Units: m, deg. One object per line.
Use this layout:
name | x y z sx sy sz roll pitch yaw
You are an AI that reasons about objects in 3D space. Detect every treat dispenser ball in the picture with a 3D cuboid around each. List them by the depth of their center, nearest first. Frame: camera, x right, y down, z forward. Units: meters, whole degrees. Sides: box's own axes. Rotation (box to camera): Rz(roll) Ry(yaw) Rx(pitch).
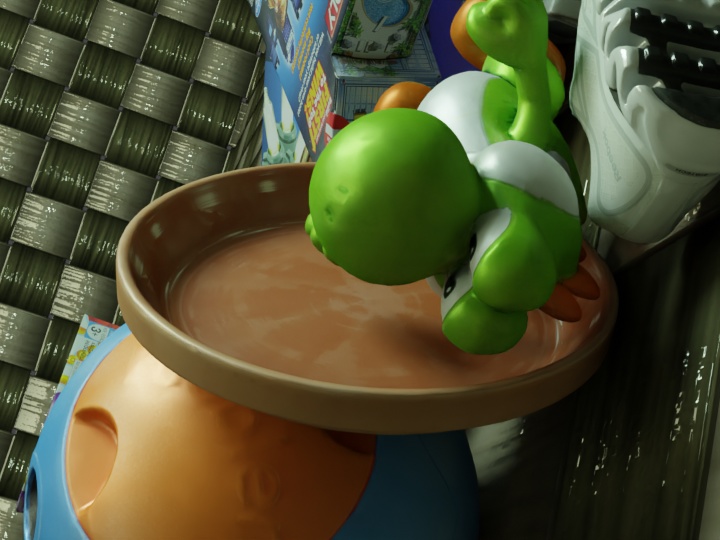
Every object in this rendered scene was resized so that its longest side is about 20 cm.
treat dispenser ball | -0.047 0.107 0.578 0.201 0.199 0.202 -161 90 -79

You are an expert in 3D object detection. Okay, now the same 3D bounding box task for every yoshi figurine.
yoshi figurine | 0.030 -0.047 0.499 0.200 0.111 0.113 -84 -14 -61

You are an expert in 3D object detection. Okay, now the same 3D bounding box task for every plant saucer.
plant saucer | 0.002 0.008 0.524 0.201 0.198 0.033 -93 7 -62

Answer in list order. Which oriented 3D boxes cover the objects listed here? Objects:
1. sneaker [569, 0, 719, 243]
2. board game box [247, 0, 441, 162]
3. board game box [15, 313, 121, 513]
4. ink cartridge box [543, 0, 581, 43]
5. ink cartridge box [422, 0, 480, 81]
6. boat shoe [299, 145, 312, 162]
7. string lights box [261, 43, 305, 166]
sneaker | 0.110 -0.097 0.504 0.081 0.075 0.201 108 174 -48
board game box | 0.001 -0.148 0.698 0.200 0.061 0.201 114 148 -51
board game box | -0.119 0.129 0.899 0.105 0.199 0.103 -81 15 -47
ink cartridge box | 0.120 -0.211 0.702 0.200 0.043 0.175 -134 62 -78
ink cartridge box | 0.047 -0.151 0.742 0.200 0.043 0.200 134 132 -78
boat shoe | 0.000 0.000 0.826 0.068 0.071 0.202 35 127 57
string lights box | -0.020 -0.087 0.901 0.102 0.059 0.202 18 109 53
